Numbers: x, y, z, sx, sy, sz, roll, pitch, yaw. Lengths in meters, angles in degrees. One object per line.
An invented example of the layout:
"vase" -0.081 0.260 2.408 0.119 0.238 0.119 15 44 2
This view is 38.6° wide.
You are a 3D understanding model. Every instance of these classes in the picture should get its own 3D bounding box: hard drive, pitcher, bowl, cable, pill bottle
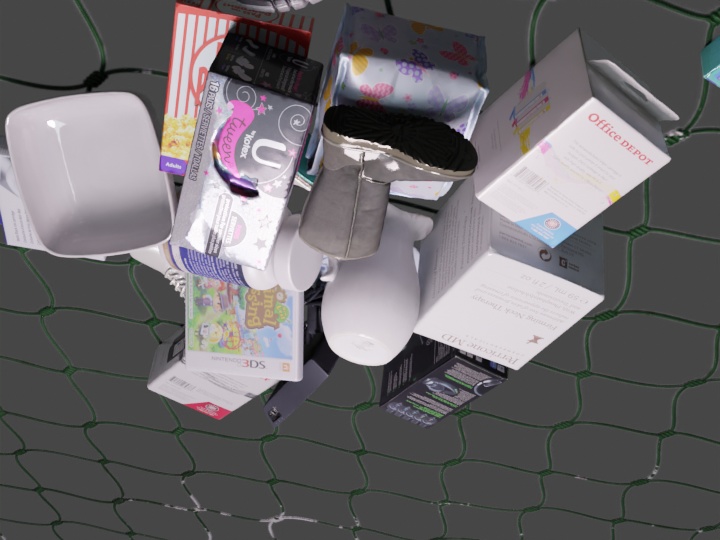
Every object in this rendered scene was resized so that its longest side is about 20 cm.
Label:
"hard drive" -0.081 0.152 1.593 0.042 0.136 0.200 36 139 -6
"pitcher" 0.000 0.000 1.278 0.170 0.202 0.121 26 149 -21
"bowl" -0.321 -0.124 1.268 0.197 0.075 0.203 -6 110 12
"cable" -0.111 0.079 1.493 0.162 0.051 0.199 10 144 -43
"pill bottle" -0.152 -0.039 1.320 0.197 0.117 0.116 13 147 24

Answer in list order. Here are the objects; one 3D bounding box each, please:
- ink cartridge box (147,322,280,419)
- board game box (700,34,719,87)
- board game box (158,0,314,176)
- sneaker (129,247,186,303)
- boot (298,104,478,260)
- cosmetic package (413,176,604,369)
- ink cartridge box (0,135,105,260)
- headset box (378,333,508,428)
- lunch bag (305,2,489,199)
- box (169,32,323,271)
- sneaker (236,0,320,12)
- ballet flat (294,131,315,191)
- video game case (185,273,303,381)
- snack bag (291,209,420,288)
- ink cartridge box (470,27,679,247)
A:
"ink cartridge box" -0.227 0.146 1.645 0.144 0.084 0.199 29 137 -26
"board game box" 0.475 -0.236 1.048 0.151 0.045 0.200 25 139 -22
"board game box" -0.141 -0.196 1.155 0.149 0.047 0.202 10 120 -4
"sneaker" -0.242 0.008 1.476 0.198 0.072 0.073 23 141 -20
"boot" 0.023 -0.079 1.115 0.179 0.073 0.202 18 138 6
"cosmetic package" 0.185 -0.011 1.296 0.165 0.168 0.200 20 143 -16
"ink cartridge box" -0.445 -0.100 1.397 0.197 0.041 0.201 10 143 -2
"headset box" 0.115 0.104 1.452 0.092 0.176 0.200 25 140 -22
"lunch bag" 0.035 -0.174 1.146 0.167 0.128 0.202 10 134 -7
"box" -0.119 -0.124 1.092 0.113 0.133 0.202 15 119 -6
"sneaker" -0.044 -0.330 1.007 0.197 0.078 0.113 -14 135 9
"ballet flat" -0.109 -0.154 1.253 0.199 0.070 0.069 35 136 -21
"video game case" -0.161 0.043 1.407 0.179 0.204 0.022 3 -175 23
"snack bag" -0.022 -0.032 1.426 0.187 0.022 0.200 -18 136 29
"ink cartridge box" 0.233 -0.149 1.125 0.128 0.126 0.200 30 130 -28
